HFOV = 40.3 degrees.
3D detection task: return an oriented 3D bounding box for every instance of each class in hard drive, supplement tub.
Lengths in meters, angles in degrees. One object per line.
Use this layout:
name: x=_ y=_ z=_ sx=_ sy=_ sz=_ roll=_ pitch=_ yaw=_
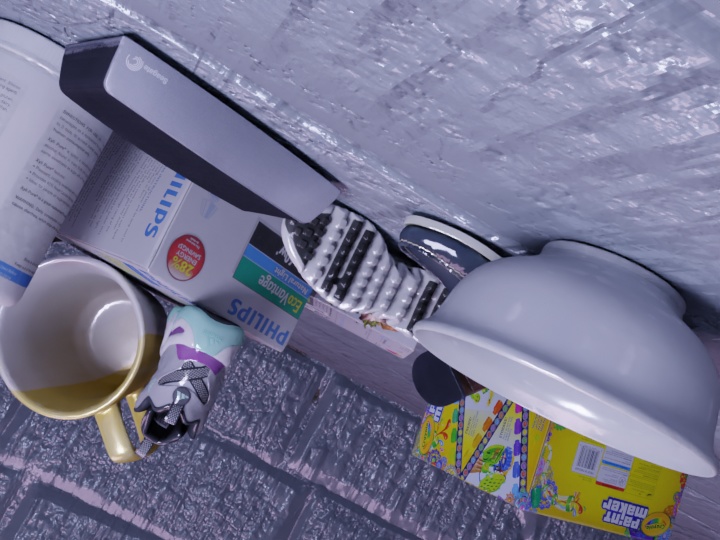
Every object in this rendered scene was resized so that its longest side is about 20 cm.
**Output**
hard drive: x=-0.122 y=-0.099 z=0.728 sx=0.199 sy=0.043 sz=0.134 roll=34 pitch=169 yaw=-34
supplement tub: x=-0.295 y=-0.085 z=0.803 sx=0.131 sy=0.201 sz=0.132 roll=27 pitch=171 yaw=5

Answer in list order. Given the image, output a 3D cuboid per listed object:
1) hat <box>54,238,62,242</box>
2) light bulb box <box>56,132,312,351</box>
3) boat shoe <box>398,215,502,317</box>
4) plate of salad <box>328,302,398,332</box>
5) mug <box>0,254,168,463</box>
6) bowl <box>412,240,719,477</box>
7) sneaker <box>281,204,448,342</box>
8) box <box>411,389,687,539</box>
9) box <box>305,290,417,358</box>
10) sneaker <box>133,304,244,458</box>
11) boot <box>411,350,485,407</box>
hat: x=-0.297 y=-0.082 z=1.125 sx=0.199 sy=0.082 sz=0.201 roll=-13 pitch=178 yaw=0
light bulb box: x=-0.170 y=-0.035 z=0.961 sx=0.199 sy=0.126 sz=0.198 roll=18 pitch=167 yaw=42
boat shoe: x=0.103 y=0.034 z=0.728 sx=0.199 sy=0.062 sz=0.075 roll=36 pitch=175 yaw=-17
plate of salad: x=0.002 y=0.029 z=1.066 sx=0.199 sy=0.048 sz=0.200 roll=27 pitch=172 yaw=4
mug: x=-0.263 y=0.084 z=0.976 sx=0.148 sy=0.189 sz=0.153 roll=9 pitch=177 yaw=8
bowl: x=0.139 y=0.043 z=0.609 sx=0.200 sy=0.091 sz=0.201 roll=26 pitch=170 yaw=5
sneaker: x=0.000 y=0.000 z=0.857 sx=0.199 sy=0.076 sz=0.081 roll=35 pitch=177 yaw=-36
box: x=0.196 y=0.177 z=1.006 sx=0.199 sy=0.123 sz=0.192 roll=20 pitch=176 yaw=-29
box: x=-0.018 y=0.047 z=1.254 sx=0.199 sy=0.041 sz=0.156 roll=28 pitch=171 yaw=2
sneaker: x=-0.171 y=0.108 z=0.910 sx=0.077 sy=0.141 sz=0.200 roll=25 pitch=170 yaw=-5
boot: x=0.141 y=0.066 z=0.868 sx=0.096 sy=0.075 sz=0.199 roll=-22 pitch=-177 yaw=-42
